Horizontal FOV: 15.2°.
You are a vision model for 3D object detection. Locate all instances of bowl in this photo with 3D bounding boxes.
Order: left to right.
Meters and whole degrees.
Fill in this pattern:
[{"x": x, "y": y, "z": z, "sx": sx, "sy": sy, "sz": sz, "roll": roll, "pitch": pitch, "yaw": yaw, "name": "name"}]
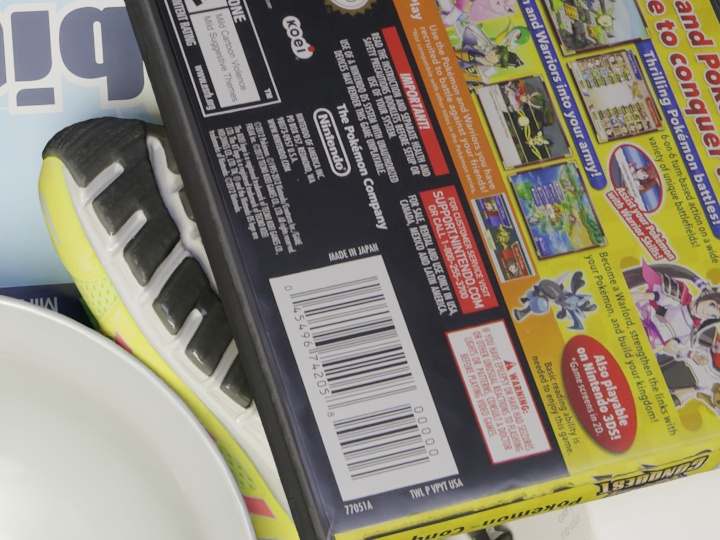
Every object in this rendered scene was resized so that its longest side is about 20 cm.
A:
[{"x": -0.128, "y": 0.112, "z": 0.792, "sx": 0.201, "sy": 0.090, "sz": 0.201, "roll": 1, "pitch": 71, "yaw": -4, "name": "bowl"}]

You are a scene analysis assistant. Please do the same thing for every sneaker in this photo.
[{"x": -0.044, "y": 0.046, "z": 0.832, "sx": 0.200, "sy": 0.090, "sz": 0.078, "roll": 55, "pitch": 38, "yaw": -5, "name": "sneaker"}]

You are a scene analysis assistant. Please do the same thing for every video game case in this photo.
[{"x": 0.041, "y": -0.024, "z": 0.807, "sx": 0.180, "sy": 0.026, "sz": 0.200, "roll": -13, "pitch": 67, "yaw": -16, "name": "video game case"}]

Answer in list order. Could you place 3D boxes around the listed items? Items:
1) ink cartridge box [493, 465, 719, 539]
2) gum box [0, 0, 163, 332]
[{"x": 0.070, "y": 0.033, "z": 0.865, "sx": 0.067, "sy": 0.117, "sz": 0.200, "roll": -7, "pitch": 65, "yaw": -16, "name": "ink cartridge box"}, {"x": -0.067, "y": -0.068, "z": 0.883, "sx": 0.170, "sy": 0.045, "sz": 0.200, "roll": -4, "pitch": 89, "yaw": -15, "name": "gum box"}]
